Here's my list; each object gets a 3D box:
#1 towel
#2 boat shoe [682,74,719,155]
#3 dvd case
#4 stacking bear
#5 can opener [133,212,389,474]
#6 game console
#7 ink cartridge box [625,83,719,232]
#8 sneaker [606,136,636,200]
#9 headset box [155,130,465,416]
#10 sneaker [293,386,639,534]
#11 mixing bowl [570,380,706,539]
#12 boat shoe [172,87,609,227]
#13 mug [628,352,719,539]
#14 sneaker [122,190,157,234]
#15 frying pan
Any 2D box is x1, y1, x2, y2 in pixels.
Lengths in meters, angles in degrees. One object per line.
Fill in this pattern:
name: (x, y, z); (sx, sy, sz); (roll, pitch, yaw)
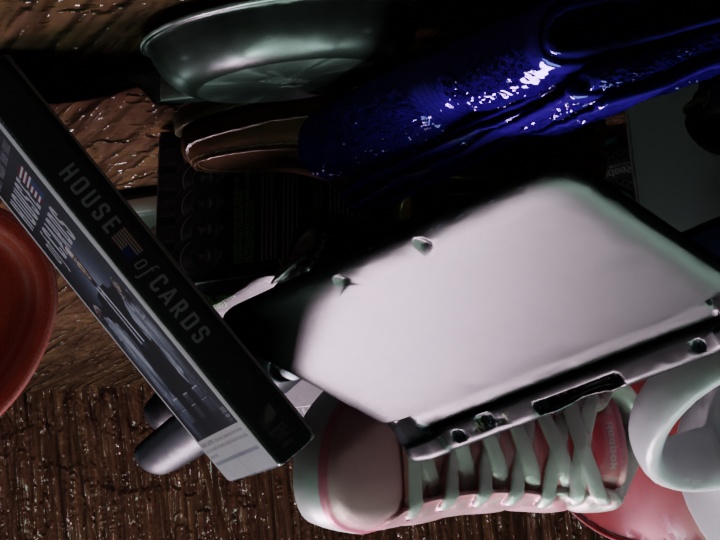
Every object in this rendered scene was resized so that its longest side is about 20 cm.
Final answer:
towel: (0.078, -0.073, 0.905); (0.147, 0.050, 0.200); (-17, 180, -29)
boat shoe: (0.185, -0.062, 0.896); (0.072, 0.060, 0.202); (23, -177, -20)
dvd case: (-0.101, 0.005, 1.007); (0.025, 0.200, 0.150); (-40, -179, -13)
stacking bear: (-0.242, 0.011, 1.297); (0.114, 0.122, 0.200); (-41, -165, -14)
can opener: (-0.043, 0.041, 1.092); (0.079, 0.063, 0.200); (40, 124, -18)
game console: (0.075, -0.005, 0.974); (0.200, 0.117, 0.176); (-24, -165, 41)
ink cartridge box: (0.249, -0.057, 1.169); (0.145, 0.084, 0.200); (-12, 171, 40)
sneaker: (0.113, -0.046, 1.313); (0.199, 0.078, 0.091); (-5, 159, -37)
headset box: (0.000, 0.000, 1.188); (0.199, 0.093, 0.174); (-6, 151, 10)
sneaker: (0.062, 0.080, 1.092); (0.104, 0.076, 0.200); (1, -176, 38)
mixing bowl: (0.180, 0.042, 1.274); (0.199, 0.201, 0.109); (-8, 133, 21)
boat shoe: (0.013, -0.055, 1.056); (0.199, 0.068, 0.072); (-6, 175, 11)
mug: (0.211, 0.052, 1.013); (0.199, 0.148, 0.176); (-6, 148, -19)
sneaker: (-0.055, 0.006, 1.344); (0.199, 0.116, 0.075); (-7, 174, 22)
frying pan: (-0.065, -0.083, 0.935); (0.189, 0.031, 0.115); (-10, 173, 15)
